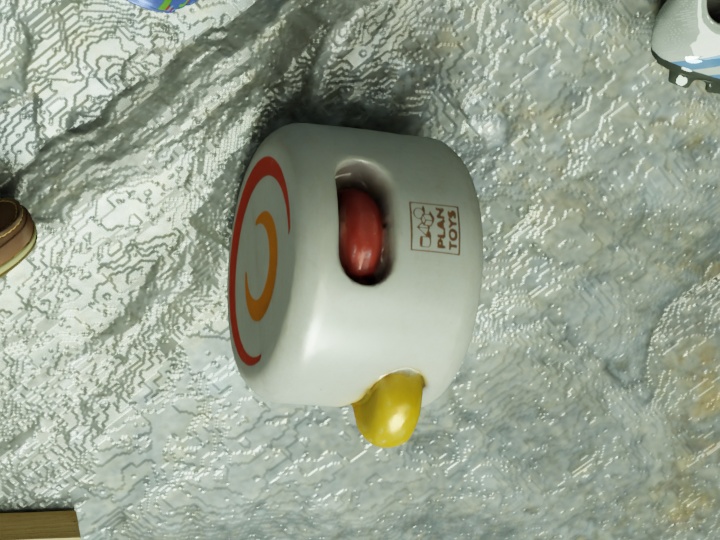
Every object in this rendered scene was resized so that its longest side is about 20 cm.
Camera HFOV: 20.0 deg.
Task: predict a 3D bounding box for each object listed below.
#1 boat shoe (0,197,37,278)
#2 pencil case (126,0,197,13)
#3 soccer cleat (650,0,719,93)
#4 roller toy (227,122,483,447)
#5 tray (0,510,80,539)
[{"bbox_3d":[-0.311,-0.014,1.324,0.200,0.072,0.068,-13,127,-3],"label":"boat shoe"},{"bbox_3d":[-0.090,-0.244,1.226,0.087,0.078,0.200,36,111,-7],"label":"pencil case"},{"bbox_3d":[0.296,-0.157,1.393,0.199,0.070,0.086,7,121,-19],"label":"soccer cleat"},{"bbox_3d":[0.000,0.000,1.345,0.139,0.200,0.183,5,115,-19],"label":"roller toy"},{"bbox_3d":[-0.311,0.228,1.506,0.199,0.037,0.099,0,123,-14],"label":"tray"}]
